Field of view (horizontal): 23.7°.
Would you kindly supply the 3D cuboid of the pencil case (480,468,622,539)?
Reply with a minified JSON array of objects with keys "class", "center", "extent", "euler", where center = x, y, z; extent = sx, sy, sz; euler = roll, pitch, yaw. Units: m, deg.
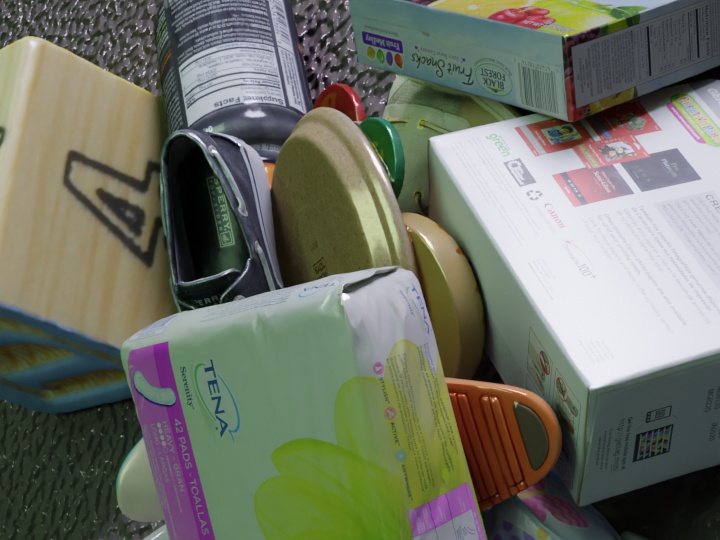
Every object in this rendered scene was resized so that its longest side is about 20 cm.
[{"class":"pencil case","center":[0.050,0.192,0.870],"extent":[0.200,0.083,0.091],"euler":[-55,5,16]}]

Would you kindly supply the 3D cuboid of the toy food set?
[{"class":"toy food set","center":[0.000,0.000,0.956],"extent":[0.200,0.048,0.199],"euler":[114,139,-59]}]

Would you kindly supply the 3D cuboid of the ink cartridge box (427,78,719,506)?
[{"class":"ink cartridge box","center":[0.149,0.001,0.875],"extent":[0.200,0.174,0.084],"euler":[-118,19,-45]}]

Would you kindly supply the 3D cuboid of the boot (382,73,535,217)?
[{"class":"boot","center":[0.051,-0.040,1.046],"extent":[0.155,0.072,0.200],"euler":[-61,33,6]}]

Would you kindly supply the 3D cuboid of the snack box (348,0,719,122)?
[{"class":"snack box","center":[0.106,-0.144,0.983],"extent":[0.200,0.142,0.053],"euler":[24,128,51]}]

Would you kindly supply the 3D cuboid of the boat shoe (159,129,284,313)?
[{"class":"boat shoe","center":[-0.073,0.016,0.966],"extent":[0.071,0.068,0.201],"euler":[-14,80,21]}]

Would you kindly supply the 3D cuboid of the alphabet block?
[{"class":"alphabet block","center":[-0.234,-0.024,1.268],"extent":[0.195,0.196,0.201],"euler":[-15,60,42]}]

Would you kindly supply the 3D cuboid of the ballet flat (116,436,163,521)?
[{"class":"ballet flat","center":[-0.056,0.092,1.031],"extent":[0.200,0.070,0.069],"euler":[-34,22,-35]}]

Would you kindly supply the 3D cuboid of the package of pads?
[{"class":"package of pads","center":[-0.021,0.107,0.806],"extent":[0.154,0.068,0.201],"euler":[-14,92,37]}]

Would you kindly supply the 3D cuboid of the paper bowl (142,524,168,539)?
[{"class":"paper bowl","center":[-0.056,0.192,0.979],"extent":[0.200,0.105,0.201],"euler":[-29,8,4]}]

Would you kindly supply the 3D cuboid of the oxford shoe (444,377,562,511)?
[{"class":"oxford shoe","center":[0.024,0.084,0.859],"extent":[0.199,0.073,0.072],"euler":[-11,96,39]}]

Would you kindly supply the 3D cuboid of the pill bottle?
[{"class":"pill bottle","center":[-0.085,-0.108,1.209],"extent":[0.106,0.106,0.201],"euler":[-38,46,30]}]

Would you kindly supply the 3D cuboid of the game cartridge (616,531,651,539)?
[{"class":"game cartridge","center":[0.147,0.220,0.807],"extent":[0.133,0.041,0.200],"euler":[-51,31,13]}]
